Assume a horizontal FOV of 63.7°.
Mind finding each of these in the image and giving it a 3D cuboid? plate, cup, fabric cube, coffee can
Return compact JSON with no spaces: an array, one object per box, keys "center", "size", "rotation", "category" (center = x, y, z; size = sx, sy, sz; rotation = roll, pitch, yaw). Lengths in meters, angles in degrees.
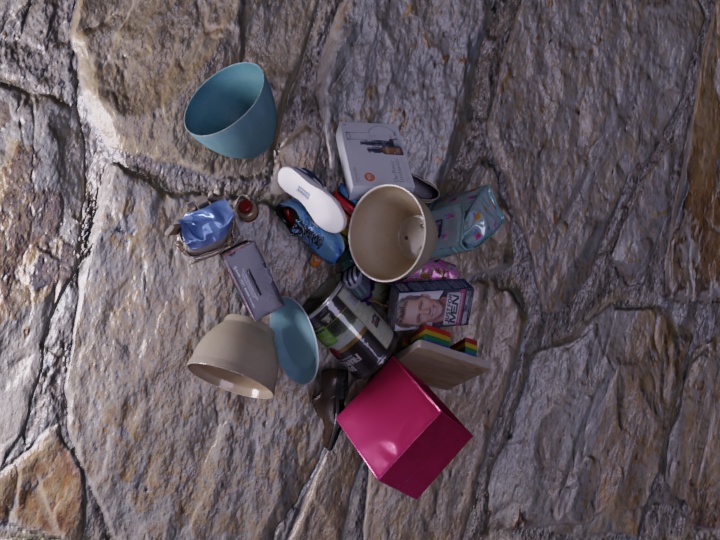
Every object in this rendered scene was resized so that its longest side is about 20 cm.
[{"center":[-0.143,0.155,1.298],"size":[0.025,0.198,0.205],"rotation":[-15,98,-37],"category":"plate"},{"center":[0.091,-0.076,1.262],"size":[0.142,0.197,0.206],"rotation":[3,94,-54],"category":"cup"},{"center":[0.102,0.362,1.335],"size":[0.200,0.196,0.200],"rotation":[-47,135,0],"category":"fabric cube"},{"center":[-0.029,0.129,1.348],"size":[0.146,0.146,0.200],"rotation":[-45,104,-9],"category":"coffee can"}]

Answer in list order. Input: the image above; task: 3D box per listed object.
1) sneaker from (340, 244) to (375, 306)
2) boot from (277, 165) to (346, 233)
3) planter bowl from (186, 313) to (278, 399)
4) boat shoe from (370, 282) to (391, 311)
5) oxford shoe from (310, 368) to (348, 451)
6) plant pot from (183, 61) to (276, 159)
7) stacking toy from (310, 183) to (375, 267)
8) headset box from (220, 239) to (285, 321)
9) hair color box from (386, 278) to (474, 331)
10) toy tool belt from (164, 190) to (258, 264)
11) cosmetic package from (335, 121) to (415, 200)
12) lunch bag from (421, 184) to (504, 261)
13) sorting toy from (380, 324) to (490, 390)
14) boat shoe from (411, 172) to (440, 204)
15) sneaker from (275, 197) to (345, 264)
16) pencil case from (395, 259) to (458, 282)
[{"center":[0.000,0.000,1.342],"size":[0.073,0.202,0.088],"rotation":[-25,117,22],"category":"sneaker"},{"center":[-0.091,-0.165,1.299],"size":[0.200,0.090,0.073],"rotation":[45,116,13],"category":"boot"},{"center":[-0.264,0.180,1.271],"size":[0.197,0.200,0.137],"rotation":[24,63,-16],"category":"planter bowl"},{"center":[0.072,0.067,1.411],"size":[0.196,0.074,0.077],"rotation":[18,89,-17],"category":"boat shoe"},{"center":[-0.078,0.333,1.397],"size":[0.082,0.073,0.205],"rotation":[6,95,8],"category":"oxford shoe"},{"center":[-0.257,-0.321,1.242],"size":[0.201,0.199,0.135],"rotation":[-49,141,-8],"category":"plant pot"},{"center":[-0.059,-0.093,1.359],"size":[0.109,0.116,0.202],"rotation":[35,98,-10],"category":"stacking toy"},{"center":[-0.236,0.017,1.249],"size":[0.074,0.200,0.151],"rotation":[-27,102,-14],"category":"headset box"},{"center":[0.166,0.081,1.376],"size":[0.195,0.061,0.102],"rotation":[-3,114,-18],"category":"hair color box"},{"center":[-0.314,-0.108,1.240],"size":[0.198,0.123,0.126],"rotation":[-35,69,-11],"category":"toy tool belt"},{"center":[0.031,-0.253,1.333],"size":[0.147,0.052,0.204],"rotation":[-3,57,-15],"category":"cosmetic package"},{"center":[0.216,-0.098,1.357],"size":[0.200,0.168,0.123],"rotation":[-45,113,-39],"category":"lunch bag"},{"center":[0.179,0.209,1.404],"size":[0.196,0.199,0.071],"rotation":[19,58,-19],"category":"sorting toy"},{"center":[0.101,-0.211,1.408],"size":[0.196,0.059,0.073],"rotation":[18,89,-17],"category":"boat shoe"},{"center":[-0.120,-0.082,1.294],"size":[0.199,0.089,0.079],"rotation":[42,115,19],"category":"sneaker"},{"center":[0.144,0.004,1.427],"size":[0.196,0.087,0.084],"rotation":[16,121,-17],"category":"pencil case"}]
